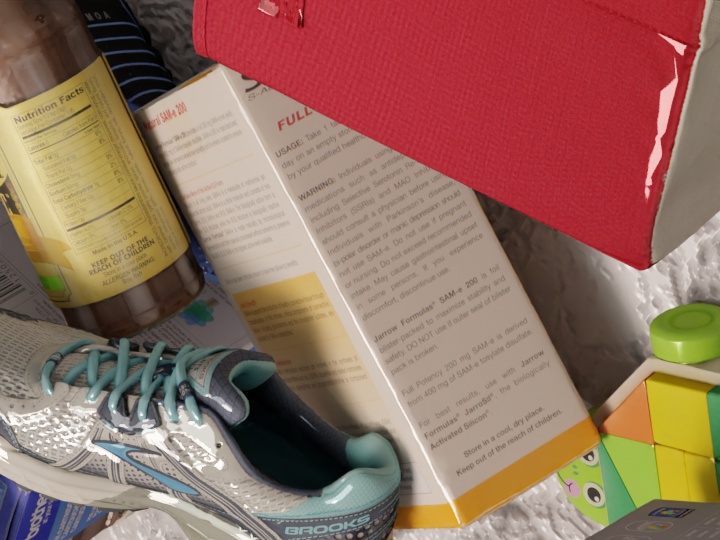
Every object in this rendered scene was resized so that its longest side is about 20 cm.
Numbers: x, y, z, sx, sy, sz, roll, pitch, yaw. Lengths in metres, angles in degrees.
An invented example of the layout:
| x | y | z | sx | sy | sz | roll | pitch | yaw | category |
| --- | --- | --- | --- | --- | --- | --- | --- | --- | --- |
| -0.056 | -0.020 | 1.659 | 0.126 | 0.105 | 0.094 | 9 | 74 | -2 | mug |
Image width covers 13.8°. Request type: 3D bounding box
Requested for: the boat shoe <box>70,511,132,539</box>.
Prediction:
| x | y | z | sx | sy | sz | roll | pitch | yaw | category |
| --- | --- | --- | --- | --- | --- | --- | --- | --- | --- |
| -0.181 | 0.128 | 1.473 | 0.200 | 0.060 | 0.072 | -27 | 94 | 50 | boat shoe |

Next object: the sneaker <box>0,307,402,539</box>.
| x | y | z | sx | sy | sz | roll | pitch | yaw | category |
| --- | --- | --- | --- | --- | --- | --- | --- | --- | --- |
| -0.071 | 0.053 | 1.150 | 0.200 | 0.078 | 0.086 | 25 | 136 | 2 | sneaker |

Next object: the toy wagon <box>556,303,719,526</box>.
| x | y | z | sx | sy | sz | roll | pitch | yaw | category |
| --- | --- | --- | --- | --- | --- | --- | --- | --- | --- |
| 0.143 | 0.091 | 1.140 | 0.200 | 0.040 | 0.155 | 12 | 121 | 41 | toy wagon |

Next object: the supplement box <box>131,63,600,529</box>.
| x | y | z | sx | sy | sz | roll | pitch | yaw | category |
| --- | --- | --- | --- | --- | --- | --- | --- | --- | --- |
| 0.000 | 0.000 | 1.176 | 0.200 | 0.073 | 0.126 | 62 | 160 | -5 | supplement box |

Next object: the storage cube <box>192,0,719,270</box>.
| x | y | z | sx | sy | sz | roll | pitch | yaw | category |
| --- | --- | --- | --- | --- | --- | --- | --- | --- | --- |
| 0.073 | -0.135 | 0.953 | 0.180 | 0.200 | 0.171 | 27 | 131 | 24 | storage cube |

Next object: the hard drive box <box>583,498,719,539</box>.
| x | y | z | sx | sy | sz | roll | pitch | yaw | category |
| --- | --- | --- | --- | --- | --- | --- | --- | --- | --- |
| 0.181 | 0.166 | 1.036 | 0.200 | 0.077 | 0.156 | -1 | 100 | 32 | hard drive box |

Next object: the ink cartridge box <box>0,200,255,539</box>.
| x | y | z | sx | sy | sz | roll | pitch | yaw | category |
| --- | --- | --- | --- | --- | --- | --- | --- | --- | --- |
| -0.147 | 0.042 | 1.277 | 0.136 | 0.200 | 0.076 | 41 | 137 | 20 | ink cartridge box |

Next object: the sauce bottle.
| x | y | z | sx | sy | sz | roll | pitch | yaw | category |
| --- | --- | --- | --- | --- | --- | --- | --- | --- | --- |
| -0.129 | -0.069 | 1.193 | 0.065 | 0.065 | 0.200 | -7 | 113 | 47 | sauce bottle |

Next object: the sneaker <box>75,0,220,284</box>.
| x | y | z | sx | sy | sz | roll | pitch | yaw | category |
| --- | --- | --- | --- | --- | --- | --- | --- | --- | --- |
| -0.103 | -0.074 | 1.270 | 0.200 | 0.078 | 0.070 | 35 | 136 | -6 | sneaker |
